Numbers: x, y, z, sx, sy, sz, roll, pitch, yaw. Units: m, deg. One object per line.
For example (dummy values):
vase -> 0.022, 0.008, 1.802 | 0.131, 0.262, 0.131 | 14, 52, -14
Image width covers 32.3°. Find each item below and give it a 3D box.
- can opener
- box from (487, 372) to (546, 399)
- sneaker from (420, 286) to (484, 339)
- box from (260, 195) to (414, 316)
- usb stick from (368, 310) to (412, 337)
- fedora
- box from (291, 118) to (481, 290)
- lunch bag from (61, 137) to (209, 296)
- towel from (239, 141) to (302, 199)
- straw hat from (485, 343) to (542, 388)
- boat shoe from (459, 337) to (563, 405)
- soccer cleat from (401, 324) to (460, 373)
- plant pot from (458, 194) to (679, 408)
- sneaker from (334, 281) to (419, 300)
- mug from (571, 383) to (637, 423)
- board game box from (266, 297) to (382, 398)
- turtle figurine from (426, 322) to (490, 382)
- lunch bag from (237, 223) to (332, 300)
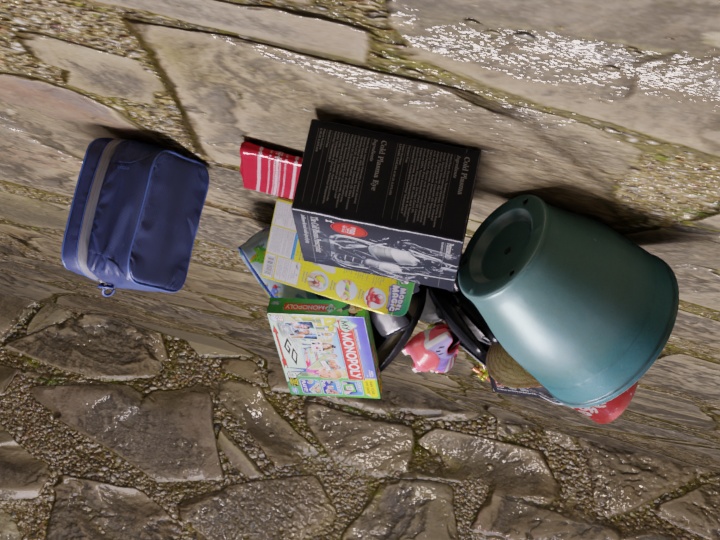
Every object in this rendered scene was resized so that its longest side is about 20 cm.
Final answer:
can opener -> 0.138, 0.057, 1.718 | 0.079, 0.063, 0.200 | 48, -170, -33
box -> 0.272, 0.116, 1.882 | 0.199, 0.162, 0.049 | 5, -152, 43
sneaker -> 0.130, 0.034, 1.879 | 0.199, 0.076, 0.091 | 15, 146, 51
box -> -0.020, -0.022, 1.608 | 0.198, 0.118, 0.048 | 18, -156, 8
usb stick -> 0.000, 0.000, 1.655 | 0.055, 0.033, 0.201 | -24, 105, 33
fedora -> 0.014, 0.068, 1.841 | 0.091, 0.202, 0.200 | 33, 165, -12
box -> 0.028, -0.066, 1.352 | 0.180, 0.105, 0.200 | 10, 165, 4
lunch bag -> -0.296, -0.063, 1.593 | 0.131, 0.202, 0.136 | 12, 174, 27
towel -> -0.052, -0.108, 1.512 | 0.198, 0.023, 0.145 | 13, 167, -2
straw hat -> 0.247, 0.063, 1.705 | 0.200, 0.201, 0.085 | 3, 132, 45
boat shoe -> 0.228, 0.141, 1.852 | 0.200, 0.068, 0.072 | 39, 137, 21
soccer cleat -> 0.119, 0.108, 1.797 | 0.076, 0.067, 0.200 | -30, 171, 15
plant pot -> 0.217, 0.021, 1.388 | 0.187, 0.201, 0.200 | 34, 161, -26
sneaker -> 0.063, -0.011, 1.729 | 0.199, 0.080, 0.129 | -31, 169, 37
mug -> 0.326, 0.164, 2.052 | 0.199, 0.134, 0.177 | 23, 144, -22
board game box -> -0.046, 0.109, 1.718 | 0.133, 0.029, 0.201 | 2, 142, 11
turtle figurine -> 0.172, 0.092, 2.020 | 0.161, 0.064, 0.201 | 26, 149, 45
lunch bag -> -0.101, 0.015, 1.801 | 0.161, 0.082, 0.200 | 56, 178, 3
